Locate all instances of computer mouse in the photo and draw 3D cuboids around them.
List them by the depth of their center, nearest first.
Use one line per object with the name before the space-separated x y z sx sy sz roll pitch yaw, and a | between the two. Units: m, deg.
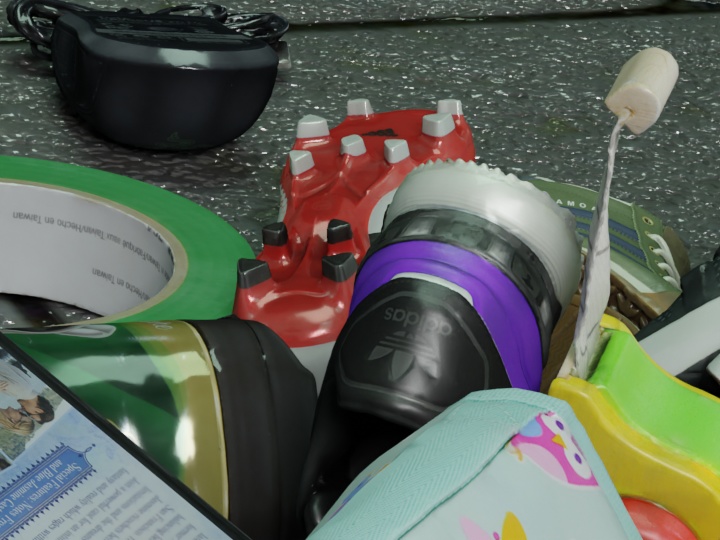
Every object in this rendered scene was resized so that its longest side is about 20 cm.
computer mouse | -0.088 -0.087 1.318 0.138 0.053 0.200 3 11 -11

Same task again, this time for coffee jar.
coffee jar | -0.115 0.060 0.863 0.200 0.085 0.104 -3 -5 -22

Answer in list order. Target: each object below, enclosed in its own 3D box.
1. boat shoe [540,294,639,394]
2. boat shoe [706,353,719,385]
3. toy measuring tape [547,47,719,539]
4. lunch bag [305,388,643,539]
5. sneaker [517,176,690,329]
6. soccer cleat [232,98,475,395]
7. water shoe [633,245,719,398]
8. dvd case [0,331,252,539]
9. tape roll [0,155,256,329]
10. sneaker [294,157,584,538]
boat shoe | 0.100 0.072 0.955 0.063 0.073 0.200 38 2 -42
boat shoe | 0.189 0.074 0.831 0.200 0.060 0.076 42 5 -17
toy measuring tape | 0.086 0.036 0.771 0.073 0.200 0.074 5 36 -3
lunch bag | 0.000 0.135 0.568 0.122 0.200 0.170 15 22 21
sneaker | 0.097 0.006 1.099 0.090 0.067 0.200 -15 26 -32
soccer cleat | 0.000 0.000 1.055 0.069 0.085 0.200 0 26 14
water shoe | 0.151 -0.011 0.887 0.200 0.072 0.079 -31 47 6
dvd case | -0.096 0.080 0.752 0.200 0.018 0.143 39 35 9
tape roll | -0.137 0.014 1.043 0.200 0.048 0.200 6 21 -2
sneaker | 0.016 0.064 0.823 0.069 0.200 0.100 15 56 15
